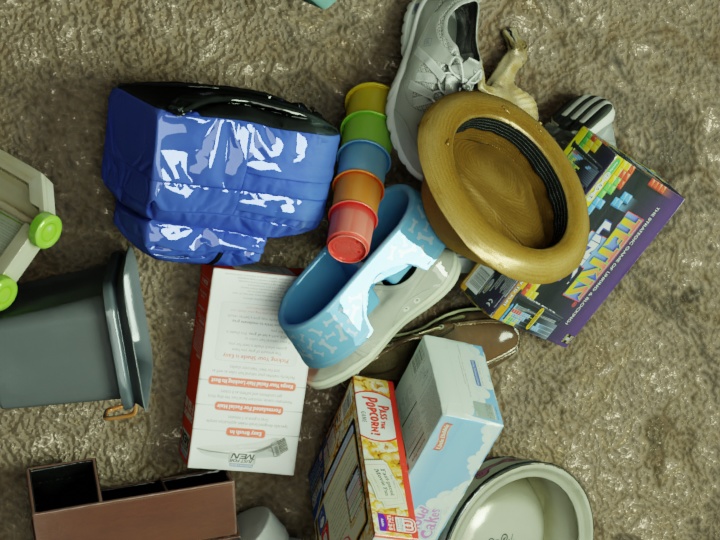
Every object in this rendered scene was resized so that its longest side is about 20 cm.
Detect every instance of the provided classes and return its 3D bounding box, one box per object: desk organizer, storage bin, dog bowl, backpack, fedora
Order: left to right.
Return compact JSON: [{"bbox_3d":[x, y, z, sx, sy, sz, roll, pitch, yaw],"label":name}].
[{"bbox_3d":[-0.268,0.069,1.627,0.134,0.200,0.146,-9,103,-2],"label":"storage bin"},{"bbox_3d":[-0.221,0.226,1.704,0.199,0.072,0.077,-8,129,-11],"label":"desk organizer"},{"bbox_3d":[-0.129,-0.092,1.649,0.199,0.162,0.169,0,109,-28],"label":"backpack"},{"bbox_3d":[0.000,0.000,1.656,0.200,0.111,0.050,-48,117,-6],"label":"dog bowl"},{"bbox_3d":[0.118,-0.066,1.620,0.200,0.082,0.202,17,55,-26],"label":"fedora"},{"bbox_3d":[0.143,0.282,1.806,0.199,0.074,0.201,-10,109,-32],"label":"dog bowl"}]

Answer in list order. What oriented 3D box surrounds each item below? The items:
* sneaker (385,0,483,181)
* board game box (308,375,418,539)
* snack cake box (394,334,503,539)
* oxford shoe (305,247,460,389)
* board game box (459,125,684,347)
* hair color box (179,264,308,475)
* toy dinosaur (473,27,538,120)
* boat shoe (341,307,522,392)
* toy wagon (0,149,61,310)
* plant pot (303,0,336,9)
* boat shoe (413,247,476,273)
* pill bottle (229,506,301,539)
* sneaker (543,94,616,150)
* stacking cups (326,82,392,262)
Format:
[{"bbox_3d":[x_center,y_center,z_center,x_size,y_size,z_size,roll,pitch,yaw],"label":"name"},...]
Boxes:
[{"bbox_3d":[0.077,-0.181,1.684,0.075,0.082,0.201,16,69,-41],"label":"sneaker"},{"bbox_3d":[-0.001,0.227,1.690,0.046,0.201,0.152,9,131,-16],"label":"board game box"},{"bbox_3d":[0.063,0.177,1.724,0.067,0.115,0.201,12,127,-20],"label":"snack cake box"},{"bbox_3d":[0.011,0.039,1.715,0.200,0.075,0.058,-42,123,19],"label":"oxford shoe"},{"bbox_3d":[0.212,-0.028,1.740,0.200,0.057,0.165,-53,144,12],"label":"board game box"},{"bbox_3d":[-0.111,0.096,1.734,0.110,0.064,0.201,6,97,-16],"label":"hair color box"},{"bbox_3d":[0.130,-0.143,1.759,0.101,0.058,0.201,1,100,-17],"label":"toy dinosaur"},{"bbox_3d":[0.077,0.090,1.777,0.201,0.075,0.075,-15,104,-12],"label":"boat shoe"},{"bbox_3d":[-0.366,-0.016,1.598,0.200,0.155,0.040,-56,149,-10],"label":"toy wagon"},{"bbox_3d":[-0.068,-0.353,1.630,0.141,0.141,0.200,-41,115,-5],"label":"plant pot"},{"bbox_3d":[0.066,-0.039,1.760,0.199,0.070,0.067,6,100,-8],"label":"boat shoe"},{"bbox_3d":[-0.072,0.343,1.762,0.114,0.114,0.200,-39,107,-6],"label":"pill bottle"},{"bbox_3d":[0.190,-0.077,1.763,0.200,0.075,0.116,-37,131,-15],"label":"sneaker"},{"bbox_3d":[-0.004,-0.092,1.667,0.060,0.201,0.061,8,138,7],"label":"stacking cups"}]
